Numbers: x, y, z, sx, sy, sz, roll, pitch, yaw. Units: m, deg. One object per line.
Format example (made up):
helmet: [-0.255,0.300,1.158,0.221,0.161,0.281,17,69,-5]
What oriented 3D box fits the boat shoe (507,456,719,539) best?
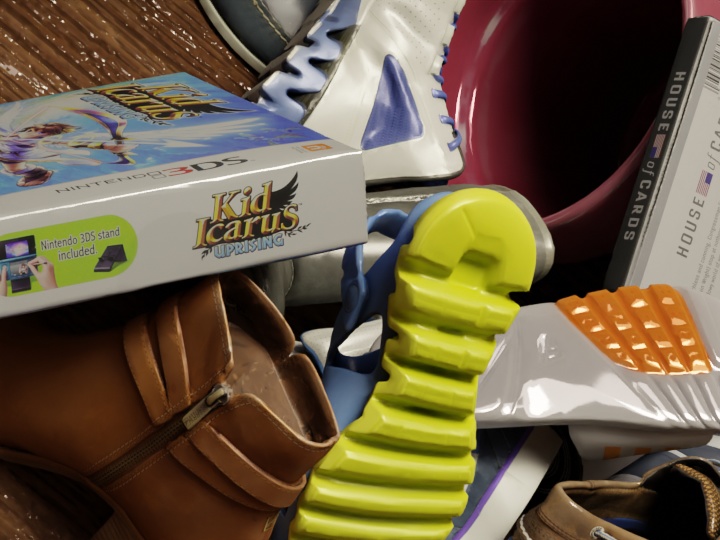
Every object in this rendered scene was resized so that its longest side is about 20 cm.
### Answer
boat shoe: [0.158,0.131,1.170,0.199,0.073,0.072,0,35,-38]

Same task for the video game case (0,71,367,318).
video game case: [-0.120,-0.038,1.082,0.180,0.046,0.200,-11,19,-25]

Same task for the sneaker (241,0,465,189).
sneaker: [0.020,-0.103,1.310,0.115,0.081,0.200,41,78,-11]

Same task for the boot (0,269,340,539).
boot: [-0.101,0.041,1.074,0.200,0.155,0.074,48,41,6]

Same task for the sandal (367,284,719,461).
sandal: [0.100,0.054,1.189,0.205,0.059,0.080,0,58,-10]

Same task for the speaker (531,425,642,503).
speaker: [0.159,0.045,1.299,0.199,0.081,0.081,-28,75,-32]

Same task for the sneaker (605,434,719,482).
sneaker: [0.215,0.164,1.289,0.200,0.070,0.108,45,43,6]

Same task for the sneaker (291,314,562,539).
sneaker: [-0.002,0.101,1.173,0.146,0.081,0.200,35,45,6]

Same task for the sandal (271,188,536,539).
sandal: [0.012,0.052,1.088,0.079,0.201,0.087,21,6,-30]

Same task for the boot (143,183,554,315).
boot: [0.001,-0.002,1.189,0.199,0.073,0.182,6,19,-22]

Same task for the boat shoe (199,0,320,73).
boat shoe: [-0.058,-0.187,1.368,0.075,0.062,0.201,-13,67,-43]

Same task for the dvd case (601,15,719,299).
dvd case: [0.222,-0.024,1.273,0.199,0.025,0.151,23,81,-32]

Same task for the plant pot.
plant pot: [0.151,-0.089,1.371,0.179,0.200,0.201,21,43,-45]
